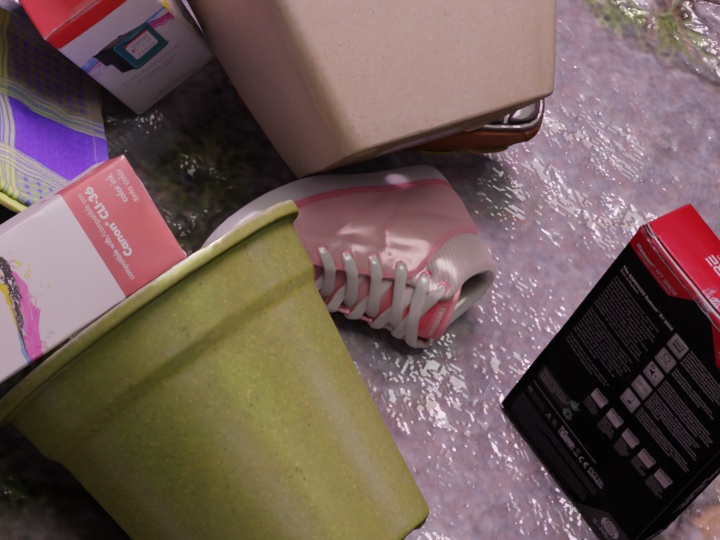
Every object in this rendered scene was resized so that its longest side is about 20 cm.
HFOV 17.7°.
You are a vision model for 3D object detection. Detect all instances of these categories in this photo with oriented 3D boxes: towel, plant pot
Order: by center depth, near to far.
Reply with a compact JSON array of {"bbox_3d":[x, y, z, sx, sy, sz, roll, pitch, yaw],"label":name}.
[{"bbox_3d":[-0.065,0.094,1.244,0.200,0.200,0.185,-34,87,-40],"label":"plant pot"},{"bbox_3d":[-0.202,-0.097,1.347,0.143,0.023,0.200,33,24,-28],"label":"towel"},{"bbox_3d":[0.012,-0.162,1.379,0.199,0.200,0.178,-17,89,-15],"label":"plant pot"}]

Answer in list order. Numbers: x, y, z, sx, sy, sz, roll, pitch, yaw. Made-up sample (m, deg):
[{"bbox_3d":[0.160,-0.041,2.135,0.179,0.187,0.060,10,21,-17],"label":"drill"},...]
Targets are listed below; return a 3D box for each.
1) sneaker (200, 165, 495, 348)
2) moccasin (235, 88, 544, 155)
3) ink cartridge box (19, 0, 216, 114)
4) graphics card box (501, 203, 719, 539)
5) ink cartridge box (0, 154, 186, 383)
[{"bbox_3d":[0.000,0.000,1.405,0.199,0.075,0.105,-13,58,-39],"label":"sneaker"},{"bbox_3d":[0.017,-0.110,1.501,0.200,0.078,0.074,-1,72,-13],"label":"moccasin"},{"bbox_3d":[-0.169,-0.182,1.379,0.067,0.200,0.116,-35,71,5],"label":"ink cartridge box"},{"bbox_3d":[0.173,0.068,1.361,0.051,0.200,0.126,-25,69,-38],"label":"graphics card box"},{"bbox_3d":[-0.198,0.021,1.207,0.200,0.116,0.068,-34,97,-12],"label":"ink cartridge box"}]
